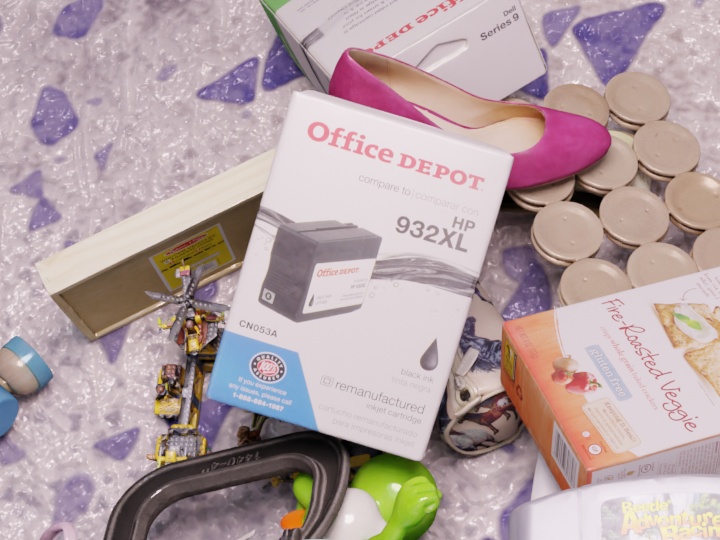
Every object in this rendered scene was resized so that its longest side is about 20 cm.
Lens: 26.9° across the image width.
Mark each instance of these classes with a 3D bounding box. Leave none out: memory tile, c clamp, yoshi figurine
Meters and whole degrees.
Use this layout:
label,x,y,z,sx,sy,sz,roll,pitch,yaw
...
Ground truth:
label,x,y,z,sx,sy,sz,roll,pitch,yaw
memory tile,0.182,-0.054,1.064,0.153,0.017,0.201,-14,58,-13
c clamp,-0.098,0.173,0.946,0.199,0.027,0.171,-19,30,11
yoshi figurine,0.035,0.177,0.946,0.200,0.112,0.113,42,110,45

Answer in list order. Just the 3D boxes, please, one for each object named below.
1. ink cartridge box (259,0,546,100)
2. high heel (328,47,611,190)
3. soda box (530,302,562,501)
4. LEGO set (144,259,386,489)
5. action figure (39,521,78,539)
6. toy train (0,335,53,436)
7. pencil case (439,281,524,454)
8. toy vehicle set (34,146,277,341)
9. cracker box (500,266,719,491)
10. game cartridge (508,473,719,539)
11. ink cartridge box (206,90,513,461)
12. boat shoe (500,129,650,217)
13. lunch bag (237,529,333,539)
label,x,y,z,sx,sy,sz,roll,pitch,yaw
ink cartridge box,0.027,-0.181,1.138,0.146,0.084,0.200,-31,36,-3
high heel,0.077,-0.111,1.024,0.199,0.096,0.068,3,47,-1
soda box,0.155,0.106,1.024,0.063,0.068,0.201,7,64,10
LEGO set,-0.063,0.077,1.046,0.199,0.116,0.154,7,64,12
action figure,-0.201,0.290,0.989,0.200,0.134,0.149,42,32,12
toy train,-0.332,0.060,1.123,0.200,0.085,0.116,36,63,23
pencil case,0.057,0.027,1.068,0.078,0.089,0.201,-27,62,3
toy vehicle set,-0.127,-0.019,1.101,0.199,0.124,0.027,-26,73,-6
cracker box,0.204,0.070,0.947,0.199,0.058,0.134,-14,42,-13
game cartridge,0.180,0.179,0.829,0.199,0.041,0.134,-3,57,10
ink cartridge box,0.000,0.000,0.957,0.144,0.084,0.201,17,96,0
boat shoe,0.115,-0.066,1.121,0.200,0.073,0.063,4,58,3
lunch bag,-0.056,0.249,0.846,0.160,0.077,0.201,-11,87,15
